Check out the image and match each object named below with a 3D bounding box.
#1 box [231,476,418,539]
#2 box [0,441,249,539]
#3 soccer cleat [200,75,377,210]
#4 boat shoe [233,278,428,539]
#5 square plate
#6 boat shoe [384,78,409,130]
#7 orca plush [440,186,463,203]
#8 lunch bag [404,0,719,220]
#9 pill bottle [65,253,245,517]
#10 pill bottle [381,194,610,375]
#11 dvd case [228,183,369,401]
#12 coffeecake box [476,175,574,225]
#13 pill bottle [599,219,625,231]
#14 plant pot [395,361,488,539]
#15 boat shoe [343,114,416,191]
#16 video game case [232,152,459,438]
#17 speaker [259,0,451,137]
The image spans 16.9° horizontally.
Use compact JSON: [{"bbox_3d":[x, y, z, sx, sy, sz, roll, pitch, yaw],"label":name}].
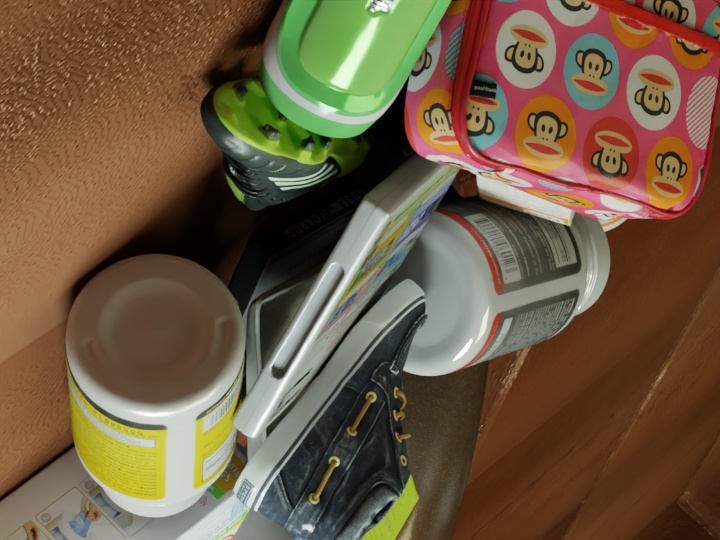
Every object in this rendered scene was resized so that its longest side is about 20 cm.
[{"bbox_3d":[-0.031,0.184,1.643,0.201,0.047,0.122,-58,146,-36],"label":"box"},{"bbox_3d":[-0.176,0.186,1.679,0.200,0.101,0.113,-37,160,-30],"label":"box"},{"bbox_3d":[-0.055,-0.071,1.470,0.081,0.068,0.200,-38,167,16],"label":"soccer cleat"},{"bbox_3d":[0.006,0.101,1.596,0.201,0.091,0.071,-51,174,-29],"label":"boat shoe"},{"bbox_3d":[-0.031,0.085,1.696,0.198,0.028,0.202,-32,126,-58],"label":"square plate"},{"bbox_3d":[0.064,-0.172,1.547,0.076,0.071,0.200,-53,177,-35],"label":"boat shoe"},{"bbox_3d":[0.102,-0.025,1.878,0.070,0.106,0.201,-12,133,9],"label":"orca plush"},{"bbox_3d":[0.127,-0.131,1.443,0.199,0.082,0.178,15,83,-34],"label":"lunch bag"},{"bbox_3d":[-0.130,0.082,1.541,0.111,0.111,0.200,-40,161,-23],"label":"pill bottle"},{"bbox_3d":[0.092,0.003,1.735,0.199,0.116,0.116,-13,143,-55],"label":"pill bottle"},{"bbox_3d":[-0.054,0.024,1.748,0.150,0.025,0.201,-31,156,-43],"label":"dvd case"},{"bbox_3d":[0.131,-0.127,1.607,0.200,0.072,0.155,67,40,-81],"label":"coffeecake box"},{"bbox_3d":[0.173,-0.119,1.829,0.114,0.114,0.200,-41,162,-18],"label":"pill bottle"},{"bbox_3d":[0.018,0.140,1.969,0.201,0.186,0.187,-62,162,4],"label":"plant pot"},{"bbox_3d":[0.054,-0.093,1.689,0.201,0.063,0.074,-26,150,-54],"label":"boat shoe"},{"bbox_3d":[0.000,0.000,1.550,0.183,0.022,0.200,-59,173,26],"label":"video game case"},{"bbox_3d":[0.014,-0.172,1.358,0.088,0.088,0.201,-26,154,-49],"label":"speaker"}]
